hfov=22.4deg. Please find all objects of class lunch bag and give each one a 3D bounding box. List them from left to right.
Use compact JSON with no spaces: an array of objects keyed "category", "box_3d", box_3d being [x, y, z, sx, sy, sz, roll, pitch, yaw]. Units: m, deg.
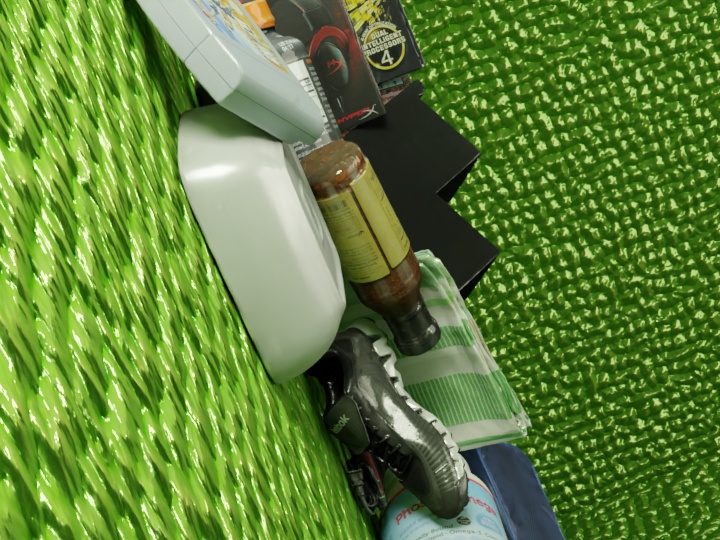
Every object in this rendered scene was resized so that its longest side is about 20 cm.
[{"category":"lunch bag","box_3d":[0.127,0.287,1.854,0.136,0.132,0.201,23,38,-55]}]

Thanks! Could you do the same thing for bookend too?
[{"category":"bookend","box_3d":[0.054,-0.047,1.713,0.199,0.200,0.092,41,-41,8]}]

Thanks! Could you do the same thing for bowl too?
[{"category":"bowl","box_3d":[-0.069,-0.031,1.396,0.200,0.074,0.201,-99,168,-70]}]

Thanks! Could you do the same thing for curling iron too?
[{"category":"curling iron","box_3d":[-0.010,0.135,1.614,0.201,0.025,0.050,-108,177,-47]}]

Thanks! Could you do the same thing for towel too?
[{"category":"towel","box_3d":[0.048,0.082,1.626,0.201,0.152,0.023,60,35,-21]}]

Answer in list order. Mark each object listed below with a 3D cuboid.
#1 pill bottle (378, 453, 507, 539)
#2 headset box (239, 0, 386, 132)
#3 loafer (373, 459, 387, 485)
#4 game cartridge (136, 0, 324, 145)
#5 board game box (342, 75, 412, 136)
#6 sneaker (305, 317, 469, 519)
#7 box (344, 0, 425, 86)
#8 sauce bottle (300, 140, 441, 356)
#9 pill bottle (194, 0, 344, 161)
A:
[{"category":"pill bottle","box_3d":[0.074,0.242,1.579,0.200,0.108,0.109,-107,173,-59]},{"category":"headset box","box_3d":[-0.081,-0.214,1.671,0.075,0.148,0.201,-105,173,-62]},{"category":"loafer","box_3d":[0.037,0.169,1.790,0.200,0.063,0.072,-106,173,-57]},{"category":"game cartridge","box_3d":[-0.114,-0.184,1.376,0.200,0.042,0.133,54,12,32]},{"category":"board game box","box_3d":[-0.017,-0.130,1.871,0.097,0.158,0.201,107,-35,-68]},{"category":"sneaker","box_3d":[0.014,0.132,1.537,0.201,0.090,0.067,58,-41,24]},{"category":"box","box_3d":[-0.055,-0.240,1.802,0.162,0.199,0.049,68,-17,-2]},{"category":"sauce bottle","box_3d":[0.010,-0.014,1.521,0.066,0.066,0.201,-106,171,-59]},{"category":"pill bottle","box_3d":[-0.077,-0.130,1.572,0.106,0.106,0.201,-52,120,-85]}]
